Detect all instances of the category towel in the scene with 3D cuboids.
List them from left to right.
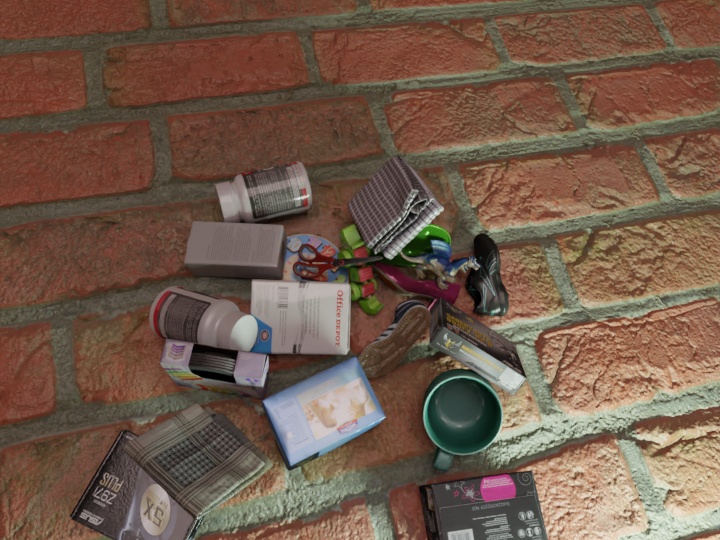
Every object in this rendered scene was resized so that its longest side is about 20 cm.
[{"bbox_3d":[-0.281,0.327,1.011,0.192,0.035,0.200,33,24,21],"label":"towel"},{"bbox_3d":[0.062,-0.138,1.187,0.166,0.085,0.200,-43,34,15],"label":"towel"}]

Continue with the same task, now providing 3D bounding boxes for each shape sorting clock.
[{"bbox_3d":[-0.124,0.011,1.244,0.199,0.039,0.201,3,66,-6],"label":"shape sorting clock"}]

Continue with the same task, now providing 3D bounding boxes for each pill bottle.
[{"bbox_3d":[-0.303,0.103,1.103,0.199,0.111,0.111,12,63,27],"label":"pill bottle"},{"bbox_3d":[-0.217,-0.169,1.268,0.199,0.114,0.114,-15,70,-14],"label":"pill bottle"}]

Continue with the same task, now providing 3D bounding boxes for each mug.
[{"bbox_3d":[0.187,0.282,1.123,0.185,0.114,0.152,-37,87,6],"label":"mug"}]

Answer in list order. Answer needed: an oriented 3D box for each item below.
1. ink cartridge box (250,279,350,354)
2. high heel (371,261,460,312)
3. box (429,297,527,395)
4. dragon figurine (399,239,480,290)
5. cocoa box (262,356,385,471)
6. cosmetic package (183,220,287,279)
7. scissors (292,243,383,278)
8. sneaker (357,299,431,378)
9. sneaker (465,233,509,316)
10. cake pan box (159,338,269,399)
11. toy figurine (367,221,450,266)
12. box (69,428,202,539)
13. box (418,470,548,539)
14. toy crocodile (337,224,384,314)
[{"bbox_3d":[-0.124,0.095,1.162,0.199,0.086,0.148,2,86,-8],"label":"ink cartridge box"},{"bbox_3d":[0.125,0.018,1.254,0.199,0.067,0.096,35,77,2],"label":"high heel"},{"bbox_3d":[0.235,0.150,1.158,0.199,0.158,0.048,32,109,-4],"label":"box"},{"bbox_3d":[0.164,-0.026,1.233,0.199,0.059,0.100,25,50,-9],"label":"dragon figurine"},{"bbox_3d":[-0.073,0.276,1.087,0.199,0.131,0.134,-23,72,-16],"label":"cocoa box"},{"bbox_3d":[-0.264,-0.043,1.215,0.198,0.071,0.102,3,66,4],"label":"cosmetic package"},{"bbox_3d":[-0.050,-0.010,1.190,0.199,0.014,0.074,9,91,18],"label":"scissors"},{"bbox_3d":[0.070,0.141,1.203,0.070,0.109,0.200,44,101,-8],"label":"sneaker"},{"bbox_3d":[0.278,0.008,1.281,0.079,0.075,0.201,-5,67,-7],"label":"sneaker"},{"bbox_3d":[-0.265,0.187,1.062,0.183,0.200,0.053,9,66,-6],"label":"cake pan box"},{"bbox_3d":[0.093,-0.119,1.303,0.199,0.150,0.185,-16,53,12],"label":"toy figurine"},{"bbox_3d":[-0.376,0.406,1.016,0.199,0.086,0.164,25,66,3],"label":"box"},{"bbox_3d":[0.225,0.458,1.060,0.199,0.115,0.133,-5,69,-8],"label":"box"},{"bbox_3d":[0.000,0.000,1.219,0.067,0.062,0.201,-22,106,-34],"label":"toy crocodile"}]
